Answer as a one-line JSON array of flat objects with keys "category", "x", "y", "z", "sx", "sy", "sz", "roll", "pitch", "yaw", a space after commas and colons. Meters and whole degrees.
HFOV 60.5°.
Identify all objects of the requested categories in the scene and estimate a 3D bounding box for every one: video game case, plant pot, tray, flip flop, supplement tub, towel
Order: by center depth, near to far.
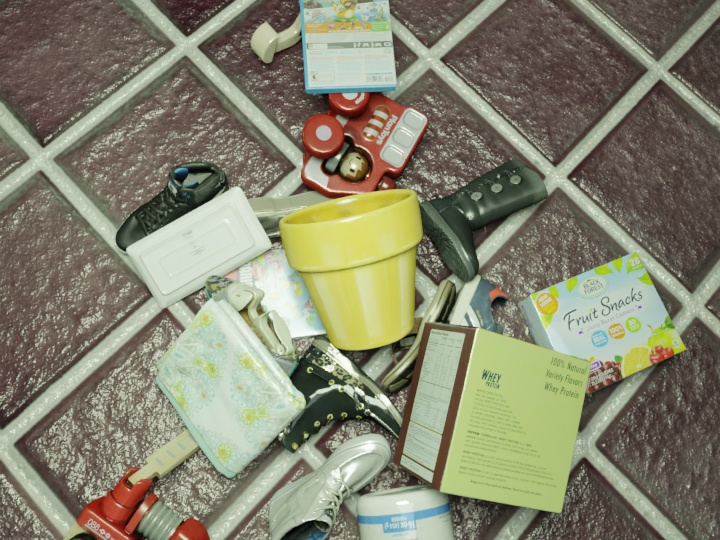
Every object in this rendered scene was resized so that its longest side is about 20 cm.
[{"category": "supplement tub", "x": 0.068, "y": 0.398, "z": 0.821, "sx": 0.129, "sy": 0.132, "sz": 0.204, "roll": -6, "pitch": 74, "yaw": -7}, {"category": "towel", "x": -0.189, "y": 0.163, "z": 0.859, "sx": 0.200, "sy": 0.048, "sz": 0.171, "roll": 49, "pitch": 116, "yaw": 11}, {"category": "plant pot", "x": 0.000, "y": 0.000, "z": 0.877, "sx": 0.197, "sy": 0.201, "sz": 0.192, "roll": -14, "pitch": 104, "yaw": -9}, {"category": "tray", "x": -0.243, "y": -0.033, "z": 0.930, "sx": 0.198, "sy": 0.022, "sz": 0.108, "roll": -29, "pitch": 101, "yaw": 0}, {"category": "flip flop", "x": 0.083, "y": 0.096, "z": 0.939, "sx": 0.057, "sy": 0.081, "sz": 0.202, "roll": 24, "pitch": 72, "yaw": 20}, {"category": "video game case", "x": -0.132, "y": 0.038, "z": 0.962, "sx": 0.196, "sy": 0.017, "sz": 0.146, "roll": -7, "pitch": 75, "yaw": -7}, {"category": "video game case", "x": -0.022, "y": -0.373, "z": 0.963, "sx": 0.140, "sy": 0.018, "sz": 0.204, "roll": -3, "pitch": 78, "yaw": -6}]

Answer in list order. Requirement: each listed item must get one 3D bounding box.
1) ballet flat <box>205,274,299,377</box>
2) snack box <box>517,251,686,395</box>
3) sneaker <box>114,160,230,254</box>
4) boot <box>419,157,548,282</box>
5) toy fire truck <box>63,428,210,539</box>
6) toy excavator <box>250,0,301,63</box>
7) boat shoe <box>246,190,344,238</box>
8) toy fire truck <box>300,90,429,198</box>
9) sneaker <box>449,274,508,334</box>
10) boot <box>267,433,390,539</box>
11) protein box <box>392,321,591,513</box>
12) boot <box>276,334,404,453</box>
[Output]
[{"category": "ballet flat", "x": -0.151, "y": 0.067, "z": 0.896, "sx": 0.072, "sy": 0.072, "sz": 0.201, "roll": -35, "pitch": 72, "yaw": -13}, {"category": "snack box", "x": 0.373, "y": 0.086, "z": 0.966, "sx": 0.197, "sy": 0.068, "sz": 0.171, "roll": -19, "pitch": 77, "yaw": -11}, {"category": "sneaker", "x": -0.296, "y": -0.106, "z": 0.938, "sx": 0.199, "sy": 0.112, "sz": 0.074, "roll": -34, "pitch": 79, "yaw": -13}, {"category": "boot", "x": 0.212, "y": -0.085, "z": 0.985, "sx": 0.197, "sy": 0.066, "sz": 0.166, "roll": -22, "pitch": 58, "yaw": -12}, {"category": "toy fire truck", "x": -0.265, "y": 0.329, "z": 0.830, "sx": 0.175, "sy": 0.129, "sz": 0.202, "roll": 33, "pitch": 84, "yaw": 4}, {"category": "toy excavator", "x": -0.079, "y": -0.445, "z": 1.063, "sx": 0.100, "sy": 0.200, "sz": 0.194, "roll": 46, "pitch": 32, "yaw": 9}, {"category": "boat shoe", "x": -0.095, "y": -0.085, "z": 0.987, "sx": 0.196, "sy": 0.058, "sz": 0.067, "roll": -3, "pitch": 39, "yaw": -10}, {"category": "toy fire truck", "x": 0.001, "y": -0.201, "z": 0.991, "sx": 0.166, "sy": 0.112, "sz": 0.202, "roll": 29, "pitch": 75, "yaw": 3}, {"category": "sneaker", "x": 0.168, "y": 0.105, "z": 0.939, "sx": 0.083, "sy": 0.075, "sz": 0.202, "roll": 24, "pitch": 74, "yaw": 7}, {"category": "boot", "x": -0.038, "y": 0.308, "z": 0.831, "sx": 0.199, "sy": 0.096, "sz": 0.074, "roll": -36, "pitch": 111, "yaw": 5}, {"category": "protein box", "x": 0.177, "y": 0.193, "z": 0.839, "sx": 0.196, "sy": 0.135, "sz": 0.203, "roll": 17, "pitch": 83, "yaw": -23}, {"category": "boot", "x": -0.038, "y": 0.214, "z": 0.895, "sx": 0.203, "sy": 0.074, "sz": 0.154, "roll": 43, "pitch": 78, "yaw": 12}]
